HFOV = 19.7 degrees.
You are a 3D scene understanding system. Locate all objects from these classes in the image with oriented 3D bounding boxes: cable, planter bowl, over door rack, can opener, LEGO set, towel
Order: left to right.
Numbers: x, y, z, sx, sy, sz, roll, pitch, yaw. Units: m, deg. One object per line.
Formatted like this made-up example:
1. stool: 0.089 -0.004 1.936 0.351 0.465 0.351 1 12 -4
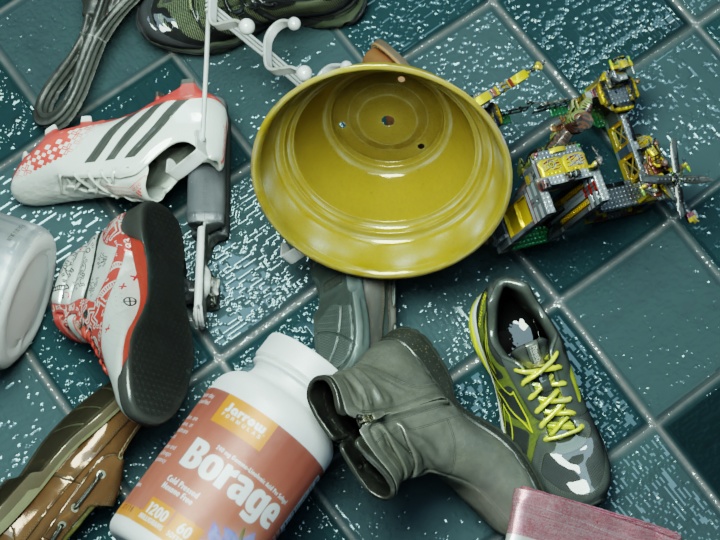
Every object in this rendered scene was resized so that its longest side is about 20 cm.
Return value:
1. cable: -0.214 -0.208 1.766 0.097 0.050 0.201 4 75 35
2. can opener: -0.142 -0.046 1.706 0.067 0.053 0.201 -1 69 2
3. over door rack: -0.068 -0.127 1.662 0.067 0.148 0.200 -22 45 37
4. planter bowl: 0.019 -0.096 1.604 0.200 0.201 0.084 4 39 3
5. towel: 0.164 0.276 1.563 0.144 0.023 0.201 17 72 -18
6. LEGO set: 0.174 -0.100 1.648 0.199 0.116 0.154 -5 74 -22

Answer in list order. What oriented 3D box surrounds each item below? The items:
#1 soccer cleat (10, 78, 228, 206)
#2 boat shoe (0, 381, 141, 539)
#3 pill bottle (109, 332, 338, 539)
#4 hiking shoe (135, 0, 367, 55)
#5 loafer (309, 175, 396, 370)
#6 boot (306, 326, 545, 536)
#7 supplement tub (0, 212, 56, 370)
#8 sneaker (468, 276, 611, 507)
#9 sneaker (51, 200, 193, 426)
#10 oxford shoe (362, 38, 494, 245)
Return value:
1. soccer cleat: -0.197 -0.085 1.690 0.200 0.069 0.085 -21 58 15
2. boat shoe: -0.221 0.160 1.632 0.200 0.072 0.068 -46 105 -22
3. pill bottle: -0.093 0.151 1.600 0.112 0.112 0.200 33 74 13
4. hiking shoe: -0.094 -0.241 1.749 0.199 0.101 0.076 -12 69 -3
5. loafer: 0.000 0.000 1.687 0.063 0.072 0.201 21 61 -38
6. boot: 0.046 0.145 1.577 0.200 0.068 0.131 51 39 3
7. supplement tub: -0.355 -0.005 1.661 0.199 0.123 0.123 17 71 8
8. sneaker: 0.136 0.095 1.628 0.074 0.085 0.200 -24 71 -6
9. sneaker: -0.191 0.050 1.637 0.108 0.067 0.202 -29 48 33
10. oxford shoe: 0.042 -0.100 1.712 0.071 0.071 0.200 -26 73 -3
